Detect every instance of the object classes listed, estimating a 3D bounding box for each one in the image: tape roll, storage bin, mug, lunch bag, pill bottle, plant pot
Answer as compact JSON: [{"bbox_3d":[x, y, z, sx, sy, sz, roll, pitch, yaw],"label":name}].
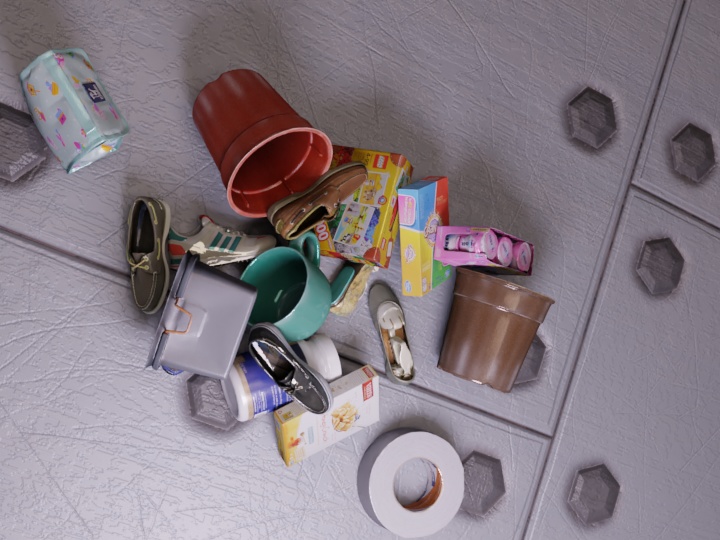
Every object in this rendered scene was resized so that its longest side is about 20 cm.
[{"bbox_3d":[0.097,0.404,1.742,0.200,0.066,0.201,1,87,-20],"label":"tape roll"},{"bbox_3d":[-0.256,0.083,1.504,0.134,0.146,0.200,19,93,-7],"label":"storage bin"},{"bbox_3d":[-0.115,0.039,1.608,0.185,0.152,0.114,-41,142,6],"label":"mug"},{"bbox_3d":[-0.466,-0.262,1.484,0.122,0.200,0.171,-31,98,-19],"label":"lunch bag"},{"bbox_3d":[-0.142,0.185,1.633,0.200,0.116,0.116,-17,94,-22],"label":"pill bottle"},{"bbox_3d":[-0.182,-0.231,1.576,0.201,0.201,0.195,-24,60,-20],"label":"plant pot"},{"bbox_3d":[0.246,0.119,1.756,0.200,0.200,0.199,20,88,-19],"label":"plant pot"}]

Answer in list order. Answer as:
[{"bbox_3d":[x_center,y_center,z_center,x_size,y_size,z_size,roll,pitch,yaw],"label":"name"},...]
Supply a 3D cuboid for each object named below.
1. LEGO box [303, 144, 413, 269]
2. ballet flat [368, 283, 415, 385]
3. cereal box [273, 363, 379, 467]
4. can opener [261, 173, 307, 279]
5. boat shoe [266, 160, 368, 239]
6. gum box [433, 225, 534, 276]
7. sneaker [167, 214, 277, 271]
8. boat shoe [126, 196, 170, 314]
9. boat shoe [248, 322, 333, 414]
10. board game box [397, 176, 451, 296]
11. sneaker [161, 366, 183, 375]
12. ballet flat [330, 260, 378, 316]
[{"bbox_3d":[-0.003,-0.117,1.680,0.149,0.077,0.200,11,80,22],"label":"LEGO box"},{"bbox_3d":[0.067,0.121,1.745,0.067,0.064,0.200,-14,92,-21],"label":"ballet flat"},{"bbox_3d":[-0.058,0.264,1.657,0.200,0.040,0.144,-24,140,-20],"label":"cereal box"},{"bbox_3d":[-0.142,-0.084,1.686,0.053,0.067,0.200,-21,108,-24],"label":"can opener"},{"bbox_3d":[-0.062,-0.117,1.601,0.200,0.072,0.068,-33,59,-10],"label":"boat shoe"},{"bbox_3d":[0.236,-0.037,1.744,0.200,0.113,0.066,15,80,-53],"label":"gum box"},{"bbox_3d":[-0.247,-0.058,1.627,0.199,0.070,0.094,-12,98,-19],"label":"sneaker"},{"bbox_3d":[-0.371,-0.027,1.569,0.060,0.072,0.202,19,72,-65],"label":"boat shoe"},{"bbox_3d":[-0.122,0.175,1.534,0.069,0.057,0.200,-34,106,22],"label":"boat shoe"},{"bbox_3d":[0.122,-0.067,1.717,0.153,0.040,0.200,-30,120,-59],"label":"board game box"},{"bbox_3d":[-0.290,0.090,1.599,0.075,0.078,0.200,29,77,-17],"label":"sneaker"},{"bbox_3d":[0.000,0.000,1.730,0.071,0.071,0.200,35,76,-16],"label":"ballet flat"}]
